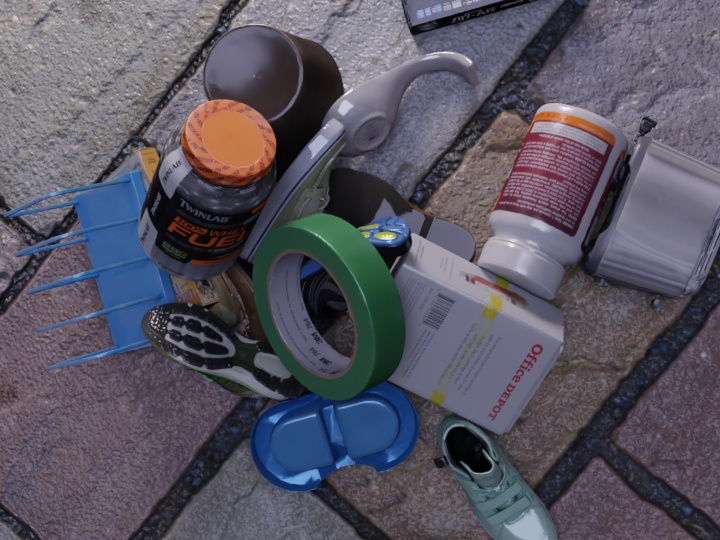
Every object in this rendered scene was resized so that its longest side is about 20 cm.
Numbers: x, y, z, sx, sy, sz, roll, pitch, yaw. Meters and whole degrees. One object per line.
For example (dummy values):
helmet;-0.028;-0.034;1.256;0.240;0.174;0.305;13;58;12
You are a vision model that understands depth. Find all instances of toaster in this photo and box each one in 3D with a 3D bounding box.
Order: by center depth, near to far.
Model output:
toaster;0.342;-0.061;1.413;0.129;0.114;0.201;22;87;4

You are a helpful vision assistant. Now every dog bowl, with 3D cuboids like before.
dog bowl;-0.029;0.187;1.466;0.199;0.050;0.112;-16;100;7

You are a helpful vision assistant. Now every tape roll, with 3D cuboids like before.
tape roll;-0.037;0.040;1.353;0.048;0.200;0.201;-23;82;-37

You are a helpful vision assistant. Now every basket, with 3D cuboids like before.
basket;-0.103;-0.202;1.433;0.136;0.200;0.181;19;90;8

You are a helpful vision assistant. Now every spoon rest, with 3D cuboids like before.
spoon rest;0.039;-0.201;1.479;0.200;0.099;0.061;-29;54;-8

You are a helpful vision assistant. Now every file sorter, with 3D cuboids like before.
file sorter;-0.314;0.005;1.448;0.139;0.122;0.201;-14;92;48

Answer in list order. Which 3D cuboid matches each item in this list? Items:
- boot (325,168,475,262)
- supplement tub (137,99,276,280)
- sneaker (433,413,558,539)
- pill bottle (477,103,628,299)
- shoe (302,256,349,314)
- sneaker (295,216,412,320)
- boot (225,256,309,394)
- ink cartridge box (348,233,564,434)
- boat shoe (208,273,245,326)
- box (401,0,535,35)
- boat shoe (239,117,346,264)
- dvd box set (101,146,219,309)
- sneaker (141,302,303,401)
boot;0.042;-0.054;1.466;0.200;0.075;0.074;28;91;9
supplement tub;-0.162;-0.086;1.336;0.122;0.200;0.123;10;58;-16
sneaker;0.151;0.253;1.414;0.074;0.118;0.201;-38;84;2
pill bottle;0.215;-0.077;1.414;0.114;0.114;0.201;24;81;8
shoe;-0.031;-0.016;1.487;0.200;0.053;0.070;45;101;6
sneaker;0.000;0.000;1.386;0.199;0.071;0.083;-33;89;49
boot;-0.117;0.063;1.478;0.075;0.074;0.200;-34;95;15
ink cartridge box;0.109;0.073;1.404;0.200;0.083;0.145;27;117;-4
boat shoe;-0.203;-0.020;1.510;0.073;0.063;0.201;-38;75;47
box;0.135;-0.387;1.492;0.199;0.044;0.161;-14;85;7
boat shoe;-0.069;-0.083;1.436;0.062;0.072;0.200;35;111;-4
dvd box set;-0.250;-0.026;1.483;0.146;0.029;0.201;-33;79;46
sneaker;-0.166;0.107;1.426;0.200;0.089;0.077;28;51;-19
